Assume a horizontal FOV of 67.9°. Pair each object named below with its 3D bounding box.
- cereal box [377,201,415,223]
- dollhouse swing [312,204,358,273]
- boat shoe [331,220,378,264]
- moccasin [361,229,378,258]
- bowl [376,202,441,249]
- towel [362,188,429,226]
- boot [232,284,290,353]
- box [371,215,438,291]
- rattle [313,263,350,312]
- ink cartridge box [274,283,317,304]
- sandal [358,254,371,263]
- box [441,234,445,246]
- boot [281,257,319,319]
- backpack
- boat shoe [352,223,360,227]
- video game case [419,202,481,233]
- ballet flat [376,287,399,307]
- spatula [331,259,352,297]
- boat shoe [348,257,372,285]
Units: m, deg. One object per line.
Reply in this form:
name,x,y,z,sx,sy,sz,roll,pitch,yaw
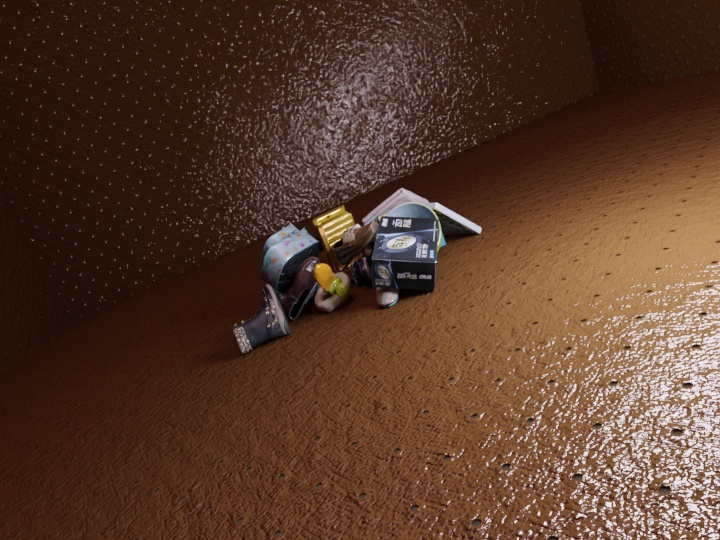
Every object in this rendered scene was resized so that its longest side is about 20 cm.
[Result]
cereal box,0.125,-0.151,1.838,0.140,0.040,0.201,-24,-20,-9
dollhouse swing,-0.058,-0.096,1.787,0.178,0.206,0.175,-26,14,-19
boat shoe,-0.024,-0.089,1.602,0.199,0.073,0.077,-40,17,44
moccasin,0.070,-0.100,1.643,0.072,0.080,0.200,9,35,44
bowl,0.152,-0.081,1.555,0.194,0.207,0.108,-18,-26,17
towel,0.122,-0.198,1.824,0.189,0.033,0.198,-36,-22,24
boot,-0.285,0.134,1.493,0.147,0.074,0.201,-27,45,-7
box,0.118,-0.049,1.372,0.158,0.088,0.203,4,37,9
rattle,-0.119,0.025,1.538,0.132,0.140,0.200,-57,28,10
ink cartridge box,-0.175,0.065,1.742,0.194,0.052,0.162,-17,12,-15
sandal,0.095,-0.068,1.779,0.208,0.079,0.070,-33,48,-6
box,0.161,-0.069,1.666,0.195,0.050,0.082,-25,14,-7
boot,-0.162,0.052,1.565,0.204,0.071,0.166,-59,16,-9
backpack,-0.233,-0.034,1.702,0.200,0.151,0.179,-43,-17,-47
boat shoe,0.018,-0.101,1.799,0.069,0.072,0.199,-40,-25,8
video game case,0.243,-0.157,1.635,0.180,0.196,0.023,8,77,58
ballet flat,0.069,0.031,1.410,0.066,0.069,0.201,-22,14,14
spatula,-0.061,0.030,1.632,0.057,0.020,0.203,-50,14,37
boat shoe,0.000,0.000,1.616,0.060,0.077,0.200,-20,13,0
